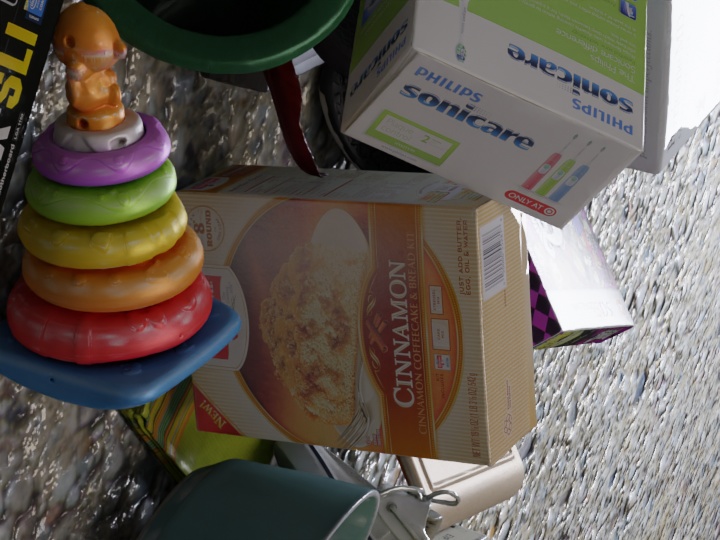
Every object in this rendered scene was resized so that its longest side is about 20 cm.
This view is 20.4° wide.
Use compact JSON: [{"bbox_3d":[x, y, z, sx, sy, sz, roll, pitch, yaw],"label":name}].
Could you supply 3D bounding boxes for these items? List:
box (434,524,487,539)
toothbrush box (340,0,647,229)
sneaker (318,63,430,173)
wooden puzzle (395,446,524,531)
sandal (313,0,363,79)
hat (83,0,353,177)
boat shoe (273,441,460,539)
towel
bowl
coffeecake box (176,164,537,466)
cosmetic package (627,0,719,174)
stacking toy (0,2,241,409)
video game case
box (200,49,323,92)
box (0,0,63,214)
[{"bbox_3d":[-0.001,0.276,1.460,0.109,0.127,0.201,-10,113,-63],"label":"box"},{"bbox_3d":[0.080,-0.146,1.129,0.086,0.145,0.201,-48,-153,46],"label":"toothbrush box"},{"bbox_3d":[0.026,-0.079,1.374,0.072,0.083,0.200,-43,120,-8],"label":"sneaker"},{"bbox_3d":[0.050,0.088,1.493,0.185,0.037,0.201,-9,80,-63],"label":"wooden puzzle"},{"bbox_3d":[0.019,-0.180,1.202,0.043,0.076,0.200,-42,-173,47],"label":"sandal"},{"bbox_3d":[-0.093,-0.156,1.085,0.176,0.165,0.201,145,-64,-72],"label":"hat"},{"bbox_3d":[0.028,0.175,1.345,0.086,0.202,0.075,-34,160,-17],"label":"boat shoe"},{"bbox_3d":[-0.096,0.099,1.284,0.086,0.018,0.200,-63,154,-22],"label":"towel"},{"bbox_3d":[-0.083,0.196,1.230,0.201,0.105,0.201,-56,167,-20],"label":"bowl"},{"bbox_3d":[-0.003,0.023,1.186,0.073,0.199,0.154,-30,120,-57],"label":"coffeecake box"},{"bbox_3d":[0.197,-0.203,1.548,0.200,0.164,0.165,-46,142,-46],"label":"cosmetic package"},{"bbox_3d":[-0.132,-0.042,1.013,0.110,0.116,0.201,-40,136,-50],"label":"stacking toy"},{"bbox_3d":[0.109,-0.045,1.336,0.181,0.036,0.201,2,64,-68],"label":"video game case"},{"bbox_3d":[-0.023,-0.211,1.215,0.200,0.048,0.159,-36,137,-55],"label":"box"},{"bbox_3d":[-0.206,-0.094,0.897,0.160,0.049,0.201,20,86,-67],"label":"box"}]
